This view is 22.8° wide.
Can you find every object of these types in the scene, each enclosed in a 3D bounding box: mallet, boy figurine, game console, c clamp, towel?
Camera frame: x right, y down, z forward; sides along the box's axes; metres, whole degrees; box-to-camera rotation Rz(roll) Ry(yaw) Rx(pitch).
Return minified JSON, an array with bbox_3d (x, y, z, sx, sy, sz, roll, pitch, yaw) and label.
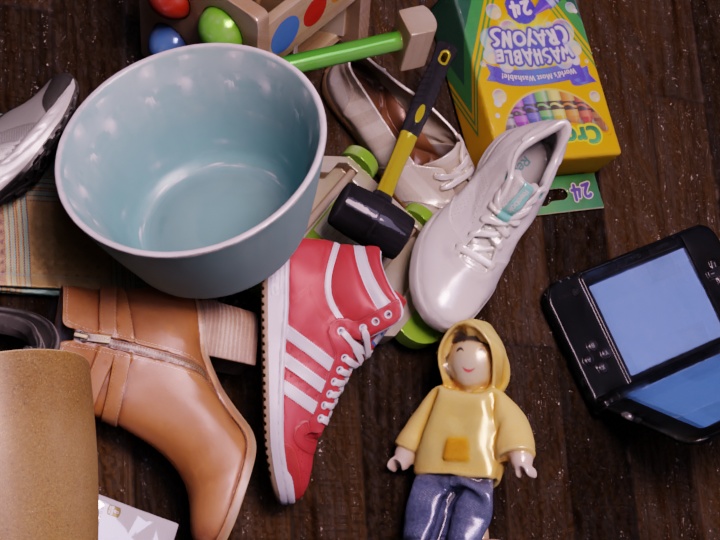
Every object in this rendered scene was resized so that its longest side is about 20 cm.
[{"bbox_3d":[0.028,-0.107,1.439,0.066,0.041,0.201,22,65,-13],"label":"mallet"},{"bbox_3d":[0.082,0.134,1.379,0.064,0.124,0.201,35,65,-55],"label":"boy figurine"},{"bbox_3d":[0.285,0.049,1.505,0.199,0.116,0.177,-19,80,-30],"label":"game console"},{"bbox_3d":[-0.296,0.058,1.222,0.199,0.171,0.027,-2,109,-27],"label":"c clamp"},{"bbox_3d":[-0.208,-0.047,1.369,0.199,0.022,0.148,4,68,-22],"label":"towel"}]

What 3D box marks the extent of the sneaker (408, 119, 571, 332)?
[{"bbox_3d":[0.107,-0.044,1.426,0.075,0.088,0.201,34,68,-13],"label":"sneaker"}]

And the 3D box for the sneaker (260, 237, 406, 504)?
[{"bbox_3d":[-0.019,0.075,1.347,0.112,0.071,0.202,-1,88,-4],"label":"sneaker"}]

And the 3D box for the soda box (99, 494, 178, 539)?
[{"bbox_3d":[-0.190,0.263,1.233,0.068,0.064,0.201,22,64,-16],"label":"soda box"}]

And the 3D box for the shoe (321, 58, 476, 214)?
[{"bbox_3d":[0.045,-0.101,1.486,0.200,0.053,0.070,48,59,-2],"label":"shoe"}]

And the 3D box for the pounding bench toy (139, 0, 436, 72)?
[{"bbox_3d":[-0.060,-0.193,1.390,0.200,0.125,0.156,35,57,21],"label":"pounding bench toy"}]

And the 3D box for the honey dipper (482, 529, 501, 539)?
[{"bbox_3d":[0.091,0.165,1.419,0.038,0.038,0.201,4,66,-24],"label":"honey dipper"}]

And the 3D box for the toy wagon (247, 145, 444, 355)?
[{"bbox_3d":[0.000,0.000,1.436,0.200,0.040,0.155,43,60,-5],"label":"toy wagon"}]

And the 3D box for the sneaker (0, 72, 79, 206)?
[{"bbox_3d":[-0.277,-0.081,1.301,0.079,0.074,0.200,39,61,2],"label":"sneaker"}]

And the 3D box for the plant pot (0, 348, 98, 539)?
[{"bbox_3d":[-0.245,0.175,1.155,0.185,0.186,0.201,-8,73,-27],"label":"plant pot"}]

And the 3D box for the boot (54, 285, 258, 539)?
[{"bbox_3d":[-0.158,0.106,1.308,0.154,0.074,0.201,10,60,-19],"label":"boot"}]

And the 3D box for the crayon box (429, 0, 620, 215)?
[{"bbox_3d":[0.147,-0.150,1.554,0.125,0.052,0.201,-7,75,-27],"label":"crayon box"}]

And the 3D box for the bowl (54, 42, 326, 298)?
[{"bbox_3d":[-0.113,-0.059,1.307,0.199,0.105,0.202,-6,53,8],"label":"bowl"}]
